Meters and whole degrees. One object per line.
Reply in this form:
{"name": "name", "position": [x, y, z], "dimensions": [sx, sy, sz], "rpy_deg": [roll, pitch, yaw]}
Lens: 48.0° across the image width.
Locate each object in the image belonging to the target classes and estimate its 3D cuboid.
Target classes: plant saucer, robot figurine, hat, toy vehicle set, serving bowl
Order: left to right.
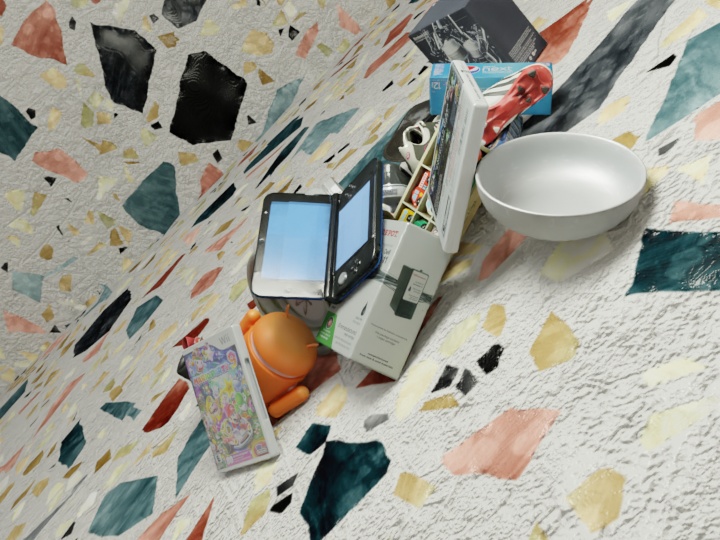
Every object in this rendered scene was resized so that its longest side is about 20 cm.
{"name": "robot figurine", "position": [-0.144, 0.146, 1.265], "dimensions": [0.200, 0.116, 0.144], "rpy_deg": [-47, 29, 29]}
{"name": "plant saucer", "position": [-0.098, 0.042, 1.294], "dimensions": [0.050, 0.201, 0.200], "rpy_deg": [-38, 13, -35]}
{"name": "hat", "position": [0.143, -0.250, 1.528], "dimensions": [0.200, 0.081, 0.201], "rpy_deg": [-33, 32, 23]}
{"name": "toy vehicle set", "position": [0.119, -0.105, 1.206], "dimensions": [0.124, 0.026, 0.201], "rpy_deg": [38, 106, 44]}
{"name": "serving bowl", "position": [0.240, -0.094, 0.983], "dimensions": [0.199, 0.066, 0.201], "rpy_deg": [-5, 36, 3]}

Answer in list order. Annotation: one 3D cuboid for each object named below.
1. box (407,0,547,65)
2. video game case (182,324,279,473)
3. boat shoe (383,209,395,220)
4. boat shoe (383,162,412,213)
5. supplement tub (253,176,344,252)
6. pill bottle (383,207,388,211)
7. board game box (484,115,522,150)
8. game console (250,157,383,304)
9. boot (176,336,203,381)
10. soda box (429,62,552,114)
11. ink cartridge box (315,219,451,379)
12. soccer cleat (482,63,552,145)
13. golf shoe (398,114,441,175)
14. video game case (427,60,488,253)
{"name": "box", "position": [0.227, -0.457, 1.598], "dimensions": [0.104, 0.182, 0.200], "rpy_deg": [-53, 21, -20]}
{"name": "video game case", "position": [-0.200, 0.197, 1.225], "dimensions": [0.018, 0.201, 0.143], "rpy_deg": [-9, -13, -47]}
{"name": "boat shoe", "position": [0.001, 0.001, 1.245], "dimensions": [0.066, 0.071, 0.202], "rpy_deg": [-146, 67, -66]}
{"name": "boat shoe", "position": [0.072, -0.133, 1.343], "dimensions": [0.068, 0.057, 0.200], "rpy_deg": [-5, -6, 13]}
{"name": "supplement tub", "position": [-0.086, -0.063, 1.520], "dimensions": [0.200, 0.145, 0.145], "rpy_deg": [-44, 20, 5]}
{"name": "pill bottle", "position": [-0.026, -0.022, 1.375], "dimensions": [0.200, 0.112, 0.112], "rpy_deg": [-38, 22, 19]}
{"name": "board game box", "position": [0.169, -0.142, 1.296], "dimensions": [0.200, 0.062, 0.200], "rpy_deg": [-27, 28, 41]}
{"name": "game console", "position": [-0.059, -0.063, 1.154], "dimensions": [0.171, 0.118, 0.201], "rpy_deg": [-43, 34, 43]}
{"name": "boot", "position": [-0.236, 0.132, 1.448], "dimensions": [0.072, 0.144, 0.200], "rpy_deg": [-20, 31, 53]}
{"name": "soda box", "position": [0.216, -0.301, 1.340], "dimensions": [0.199, 0.068, 0.064], "rpy_deg": [2, 36, 10]}
{"name": "ink cartridge box", "position": [0.032, 0.032, 1.129], "dimensions": [0.201, 0.083, 0.146], "rpy_deg": [-66, 22, -4]}
{"name": "soccer cleat", "position": [0.209, -0.251, 1.254], "dimensions": [0.200, 0.069, 0.085], "rpy_deg": [-35, 12, 20]}
{"name": "golf shoe", "position": [0.119, -0.219, 1.327], "dimensions": [0.077, 0.088, 0.200], "rpy_deg": [-33, 23, 34]}
{"name": "video game case", "position": [0.124, -0.153, 1.065], "dimensions": [0.182, 0.023, 0.201], "rpy_deg": [-96, 12, -59]}
